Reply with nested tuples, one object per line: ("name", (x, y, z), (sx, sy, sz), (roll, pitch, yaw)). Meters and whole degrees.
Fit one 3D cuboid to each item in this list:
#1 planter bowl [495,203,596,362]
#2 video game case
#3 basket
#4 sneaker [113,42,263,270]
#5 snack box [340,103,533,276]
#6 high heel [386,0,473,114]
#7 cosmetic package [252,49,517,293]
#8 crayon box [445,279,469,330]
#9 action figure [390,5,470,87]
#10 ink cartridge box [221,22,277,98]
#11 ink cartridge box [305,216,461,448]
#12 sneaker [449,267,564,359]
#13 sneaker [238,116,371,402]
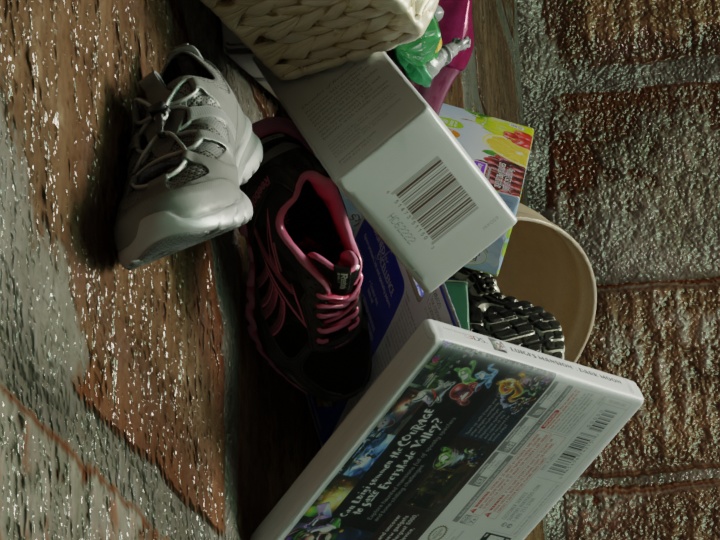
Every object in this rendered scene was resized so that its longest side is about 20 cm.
("planter bowl", (0.083, 0.015, 2.007), (0.135, 0.199, 0.201), (-130, -156, -53))
("video game case", (0.054, 0.125, 1.476), (0.181, 0.200, 0.023), (17, 33, -37))
("basket", (-0.010, -0.228, 1.408), (0.123, 0.135, 0.201), (48, 47, -31))
("sneaker", (-0.102, -0.061, 1.235), (0.200, 0.074, 0.082), (-87, 155, -71))
("snack box", (0.035, -0.074, 1.718), (0.200, 0.167, 0.068), (-65, 170, -72))
("high heel", (0.022, -0.180, 1.744), (0.200, 0.067, 0.097), (34, -74, 51))
("cosmetic package", (0.011, -0.081, 1.417), (0.102, 0.071, 0.200), (50, 4, -30))
("crayon box", (0.028, 0.121, 1.691), (0.200, 0.058, 0.174), (128, -38, -65))
("action figure", (0.032, -0.161, 1.497), (0.119, 0.054, 0.200), (62, 6, -15))
("ink cartridge box", (-0.040, -0.201, 1.602), (0.200, 0.084, 0.147), (38, 46, -79))
("ink cartridge box", (0.025, 0.057, 1.558), (0.198, 0.047, 0.201), (-108, -144, -46))
("sneaker", (0.093, 0.065, 1.721), (0.200, 0.078, 0.090), (-132, -140, -64))
("sneaker", (-0.028, 0.005, 1.485), (0.095, 0.079, 0.201), (30, -37, 54))
